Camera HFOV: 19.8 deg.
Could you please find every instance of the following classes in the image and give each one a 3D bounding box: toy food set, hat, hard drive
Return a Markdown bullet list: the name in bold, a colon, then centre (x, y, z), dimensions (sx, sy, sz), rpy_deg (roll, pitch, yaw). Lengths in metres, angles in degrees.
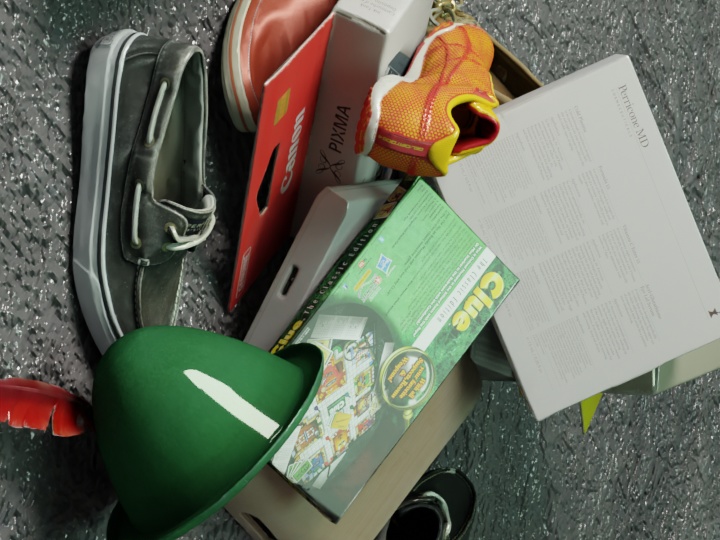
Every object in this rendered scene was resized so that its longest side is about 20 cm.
- **toy food set**: centre (-0.011, 0.096, 1.373), dimensions (0.200, 0.060, 0.144), rpy_deg (-52, 138, -15)
- **hat**: centre (-0.135, 0.044, 1.154), dimensions (0.176, 0.165, 0.200), rpy_deg (48, 6, -14)
- **hard drive**: centre (0.000, 0.000, 1.384), dimensions (0.133, 0.026, 0.200), rpy_deg (-62, 160, 17)

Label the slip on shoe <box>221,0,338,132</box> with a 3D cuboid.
- **slip on shoe**: centre (-0.034, -0.166, 1.343), dimensions (0.201, 0.061, 0.074), rpy_deg (-58, 142, -38)

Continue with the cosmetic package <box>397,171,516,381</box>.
- **cosmetic package**: centre (0.078, -0.024, 1.534), dimensions (0.107, 0.089, 0.202), rpy_deg (25, 68, -60)

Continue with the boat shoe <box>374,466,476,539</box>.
- **boat shoe**: centre (0.044, 0.192, 1.484), dimensions (0.072, 0.068, 0.200), rpy_deg (46, 31, 4)

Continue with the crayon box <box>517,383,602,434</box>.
- **crayon box**: centre (0.149, 0.005, 1.531), dimensions (0.127, 0.050, 0.201), rpy_deg (-56, 141, -46)

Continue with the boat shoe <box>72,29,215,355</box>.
- **boat shoe**: centre (-0.119, -0.036, 1.188), dimensions (0.072, 0.070, 0.202), rpy_deg (-26, 119, -58)

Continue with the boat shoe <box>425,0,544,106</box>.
- **boat shoe**: centre (0.080, -0.145, 1.440), dimensions (0.200, 0.063, 0.073), rpy_deg (45, 44, 6)

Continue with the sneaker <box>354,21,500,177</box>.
- **sneaker**: centre (0.056, -0.102, 1.310), dimensions (0.200, 0.077, 0.073), rpy_deg (-54, 163, -59)

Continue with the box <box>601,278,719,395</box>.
- **box**: centre (0.213, 0.045, 1.521), dimensions (0.200, 0.081, 0.069), rpy_deg (-11, 103, -65)

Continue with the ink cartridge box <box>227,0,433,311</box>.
- **ink cartridge box**: centre (-0.016, -0.086, 1.314), dimensions (0.177, 0.044, 0.201), rpy_deg (-57, 166, -42)

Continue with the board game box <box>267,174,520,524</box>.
- **board game box**: centre (0.008, 0.048, 1.302), dimensions (0.105, 0.023, 0.200), rpy_deg (44, 74, -21)

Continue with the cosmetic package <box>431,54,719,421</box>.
- **cosmetic package**: centre (0.145, -0.023, 1.380), dimensions (0.052, 0.150, 0.201), rpy_deg (-106, 173, -82)
